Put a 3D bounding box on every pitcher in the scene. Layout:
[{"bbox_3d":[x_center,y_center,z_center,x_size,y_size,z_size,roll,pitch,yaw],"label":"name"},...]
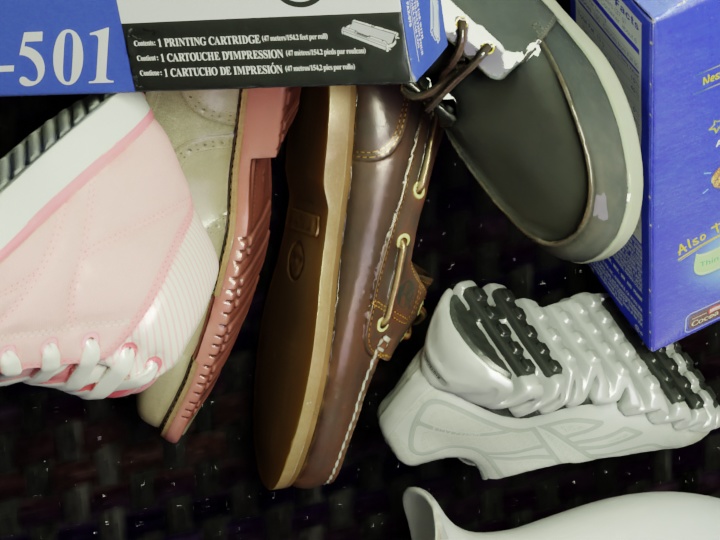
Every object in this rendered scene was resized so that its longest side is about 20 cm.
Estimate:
[{"bbox_3d":[0.108,0.183,0.962,0.199,0.122,0.172,5,128,-14],"label":"pitcher"}]

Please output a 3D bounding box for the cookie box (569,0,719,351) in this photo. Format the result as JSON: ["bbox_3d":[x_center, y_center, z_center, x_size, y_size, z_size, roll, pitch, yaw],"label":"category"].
[{"bbox_3d":[0.178,-0.084,0.870,0.170,0.075,0.201,-24,140,-14],"label":"cookie box"}]

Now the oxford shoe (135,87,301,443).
[{"bbox_3d":[-0.074,-0.027,0.837,0.074,0.070,0.201,14,106,2],"label":"oxford shoe"}]

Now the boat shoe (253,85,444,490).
[{"bbox_3d":[0.000,0.000,0.863,0.070,0.070,0.201,4,107,-23],"label":"boat shoe"}]

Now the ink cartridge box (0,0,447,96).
[{"bbox_3d":[-0.073,-0.115,0.738,0.199,0.044,0.095,1,115,21],"label":"ink cartridge box"}]

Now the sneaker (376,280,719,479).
[{"bbox_3d":[0.088,0.057,0.917,0.199,0.075,0.081,11,128,-43],"label":"sneaker"}]

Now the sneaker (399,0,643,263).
[{"bbox_3d":[0.026,-0.085,0.783,0.106,0.201,0.075,-13,159,-46],"label":"sneaker"}]

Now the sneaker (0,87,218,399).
[{"bbox_3d":[-0.125,0.022,0.736,0.200,0.075,0.105,-44,113,-38],"label":"sneaker"}]
